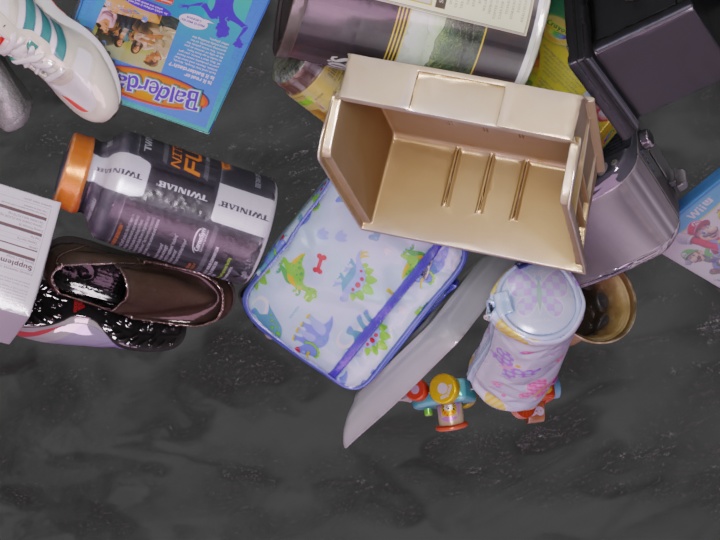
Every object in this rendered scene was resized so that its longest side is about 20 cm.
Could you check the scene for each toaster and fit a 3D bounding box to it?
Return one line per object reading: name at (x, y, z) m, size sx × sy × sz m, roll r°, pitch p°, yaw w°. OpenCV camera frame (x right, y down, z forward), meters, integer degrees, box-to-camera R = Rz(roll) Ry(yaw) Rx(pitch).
toaster at (0.199, -0.062, 1.562) m, size 0.199 × 0.115 × 0.129 m, roll -26°, pitch 132°, yaw 28°

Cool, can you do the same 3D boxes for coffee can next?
coffee can at (0.041, -0.224, 1.372) m, size 0.198 × 0.147 × 0.147 m, roll 12°, pitch 137°, yaw -9°

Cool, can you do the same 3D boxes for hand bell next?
hand bell at (0.189, 0.067, 1.738) m, size 0.103 × 0.105 × 0.200 m, roll 17°, pitch 148°, yaw -14°

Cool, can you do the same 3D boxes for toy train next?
toy train at (0.129, 0.139, 1.756) m, size 0.197 × 0.056 × 0.150 m, roll -4°, pitch 167°, yaw -17°

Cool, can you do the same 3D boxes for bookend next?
bookend at (0.261, -0.234, 1.307) m, size 0.197 × 0.202 × 0.092 m, roll -23°, pitch 132°, yaw 27°

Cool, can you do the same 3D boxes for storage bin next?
storage bin at (0.086, -0.085, 1.350) m, size 0.198 × 0.095 × 0.199 m, roll 12°, pitch 168°, yaw 14°

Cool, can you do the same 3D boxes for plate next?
plate at (0.068, 0.064, 1.664) m, size 0.032 × 0.200 × 0.200 m, roll 44°, pitch 129°, yaw -1°

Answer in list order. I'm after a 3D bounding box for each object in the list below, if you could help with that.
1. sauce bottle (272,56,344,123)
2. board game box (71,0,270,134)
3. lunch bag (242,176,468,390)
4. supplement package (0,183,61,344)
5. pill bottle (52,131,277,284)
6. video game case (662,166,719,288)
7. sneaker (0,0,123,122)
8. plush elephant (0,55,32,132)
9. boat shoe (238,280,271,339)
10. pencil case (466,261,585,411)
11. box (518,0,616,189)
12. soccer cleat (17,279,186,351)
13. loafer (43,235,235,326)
sauce bottle at (0.010, -0.139, 1.525) m, size 0.199 × 0.065 × 0.064 m, roll 36°, pitch 129°, yaw -28°
board game box at (-0.167, -0.221, 1.464) m, size 0.151 × 0.045 × 0.201 m, roll 18°, pitch 135°, yaw -15°
lunch bag at (0.000, 0.000, 1.601) m, size 0.160 × 0.083 × 0.200 m, roll 39°, pitch 106°, yaw -6°
supplement package at (-0.378, -0.015, 1.592) m, size 0.154 × 0.112 × 0.200 m, roll 17°, pitch 167°, yaw -14°
pill bottle at (-0.185, -0.064, 1.588) m, size 0.198 × 0.107 × 0.107 m, roll 18°, pitch 136°, yaw -14°
video game case at (0.393, -0.028, 1.653) m, size 0.199 × 0.018 × 0.143 m, roll 28°, pitch 133°, yaw -24°
sneaker at (-0.286, -0.194, 1.423) m, size 0.070 × 0.094 × 0.201 m, roll -23°, pitch 109°, yaw 41°
plush elephant at (-0.401, -0.176, 1.451) m, size 0.153 × 0.165 × 0.202 m, roll -24°, pitch 103°, yaw 9°
boat shoe at (-0.035, 0.006, 1.682) m, size 0.199 × 0.067 × 0.057 m, roll -28°, pitch 122°, yaw 26°
pencil case at (0.152, 0.064, 1.592) m, size 0.090 × 0.084 × 0.200 m, roll -23°, pitch 159°, yaw -12°
box at (0.150, -0.127, 1.469) m, size 0.117 × 0.048 × 0.200 m, roll 46°, pitch 115°, yaw 17°
soccer cleat at (-0.280, 0.050, 1.761) m, size 0.197 × 0.069 × 0.073 m, roll 7°, pitch 162°, yaw -11°
loafer at (-0.224, 0.022, 1.695) m, size 0.197 × 0.071 × 0.074 m, roll 9°, pitch 111°, yaw -5°
